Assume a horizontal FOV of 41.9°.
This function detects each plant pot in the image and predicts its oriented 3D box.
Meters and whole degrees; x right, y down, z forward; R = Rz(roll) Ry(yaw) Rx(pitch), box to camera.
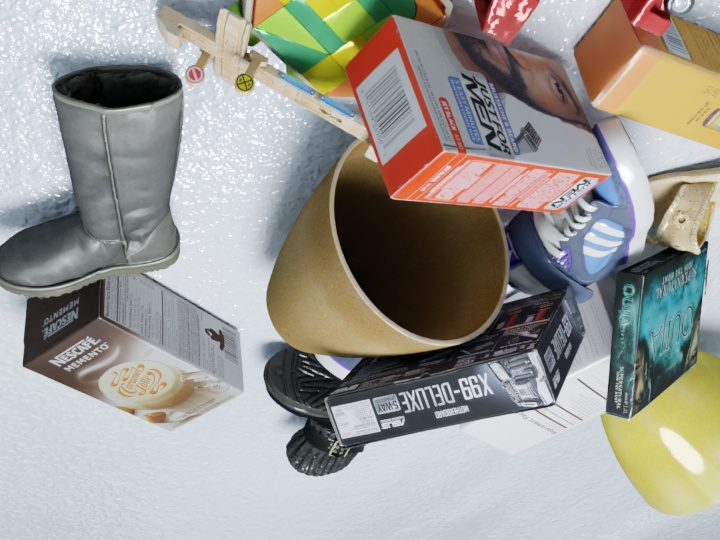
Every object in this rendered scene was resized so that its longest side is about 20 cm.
[{"bbox_3d":[0.000,0.000,0.842,0.183,0.190,0.199,16,153,-30],"label":"plant pot"},{"bbox_3d":[0.368,0.168,1.136,0.141,0.202,0.199,38,126,-16],"label":"plant pot"}]

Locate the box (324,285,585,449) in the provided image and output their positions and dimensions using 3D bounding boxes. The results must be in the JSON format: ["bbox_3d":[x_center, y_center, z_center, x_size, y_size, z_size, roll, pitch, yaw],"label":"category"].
[{"bbox_3d":[0.086,0.082,0.823,0.197,0.158,0.051,-17,100,26],"label":"box"}]

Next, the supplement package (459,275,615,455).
[{"bbox_3d":[0.206,0.099,1.038,0.198,0.123,0.119,-30,141,26],"label":"supplement package"}]

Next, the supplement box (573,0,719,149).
[{"bbox_3d":[0.275,-0.153,0.773,0.196,0.070,0.067,14,138,-25],"label":"supplement box"}]

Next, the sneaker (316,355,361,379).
[{"bbox_3d":[0.055,0.054,0.970,0.196,0.081,0.149,20,118,13],"label":"sneaker"}]

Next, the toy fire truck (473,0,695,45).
[{"bbox_3d":[0.182,-0.235,0.653,0.139,0.049,0.201,18,130,-20],"label":"toy fire truck"}]

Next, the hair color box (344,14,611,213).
[{"bbox_3d":[0.092,-0.110,0.702,0.197,0.113,0.064,1,152,-44],"label":"hair color box"}]

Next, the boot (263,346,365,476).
[{"bbox_3d":[-0.055,0.174,1.113,0.208,0.081,0.158,19,135,-33],"label":"boot"}]

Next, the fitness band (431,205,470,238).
[{"bbox_3d":[0.150,-0.062,0.888,0.141,0.038,0.200,14,138,-28],"label":"fitness band"}]

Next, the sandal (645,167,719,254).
[{"bbox_3d":[0.326,-0.053,0.911,0.208,0.071,0.078,-19,143,12],"label":"sandal"}]

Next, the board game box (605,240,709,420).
[{"bbox_3d":[0.296,0.052,0.928,0.028,0.139,0.198,10,-163,35],"label":"board game box"}]

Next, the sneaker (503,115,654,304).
[{"bbox_3d":[0.173,-0.039,0.826,0.144,0.082,0.201,-22,150,4],"label":"sneaker"}]

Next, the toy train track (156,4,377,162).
[{"bbox_3d":[-0.062,-0.126,0.683,0.197,0.033,0.115,28,166,-4],"label":"toy train track"}]

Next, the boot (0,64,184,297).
[{"bbox_3d":[-0.226,-0.069,0.765,0.178,0.074,0.201,-15,152,-16],"label":"boot"}]

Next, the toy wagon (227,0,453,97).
[{"bbox_3d":[0.005,-0.183,0.694,0.153,0.040,0.199,-28,139,23],"label":"toy wagon"}]

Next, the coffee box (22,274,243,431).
[{"bbox_3d":[-0.224,0.078,0.948,0.113,0.081,0.199,-29,139,24],"label":"coffee box"}]
